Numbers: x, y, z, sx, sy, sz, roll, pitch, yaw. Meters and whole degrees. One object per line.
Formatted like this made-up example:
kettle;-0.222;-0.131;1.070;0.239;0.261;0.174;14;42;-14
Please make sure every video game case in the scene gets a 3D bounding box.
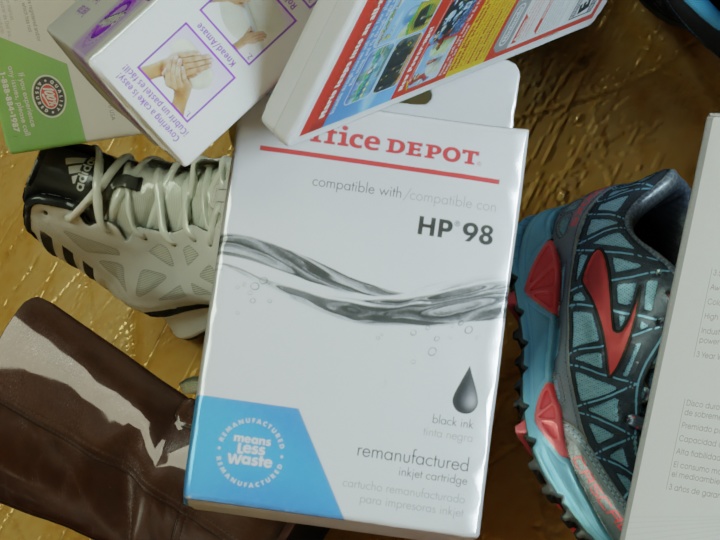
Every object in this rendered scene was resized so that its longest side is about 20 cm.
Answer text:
video game case;0.057;-0.128;0.943;0.017;0.200;0.143;44;131;18

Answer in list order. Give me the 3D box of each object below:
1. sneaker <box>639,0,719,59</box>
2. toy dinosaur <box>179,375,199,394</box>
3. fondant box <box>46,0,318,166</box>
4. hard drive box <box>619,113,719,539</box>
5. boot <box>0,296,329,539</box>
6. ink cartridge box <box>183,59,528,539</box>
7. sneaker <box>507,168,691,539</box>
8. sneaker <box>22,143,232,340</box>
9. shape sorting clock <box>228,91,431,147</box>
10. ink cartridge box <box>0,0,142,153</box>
sneaker;0.154;-0.134;1.059;0.073;0.082;0.200;-50;37;6
toy dinosaur;-0.003;0.013;1.132;0.200;0.047;0.088;-42;25;13
fondant box;-0.026;-0.136;0.983;0.200;0.058;0.144;-44;16;-3
hard drive box;0.180;0.052;0.858;0.156;0.077;0.201;7;82;47
boot;-0.081;0.047;1.085;0.200;0.064;0.187;28;99;27
ink cartridge box;0.000;0.000;0.980;0.067;0.115;0.201;103;174;-81
sneaker;0.112;0.035;0.975;0.095;0.079;0.200;-30;44;23
sneaker;-0.092;-0.023;1.142;0.200;0.115;0.076;-27;43;61
shape sorting clock;0.020;-0.117;1.199;0.200;0.039;0.200;-29;35;23
ink cartridge box;-0.070;-0.129;1.125;0.199;0.118;0.067;-7;18;13
